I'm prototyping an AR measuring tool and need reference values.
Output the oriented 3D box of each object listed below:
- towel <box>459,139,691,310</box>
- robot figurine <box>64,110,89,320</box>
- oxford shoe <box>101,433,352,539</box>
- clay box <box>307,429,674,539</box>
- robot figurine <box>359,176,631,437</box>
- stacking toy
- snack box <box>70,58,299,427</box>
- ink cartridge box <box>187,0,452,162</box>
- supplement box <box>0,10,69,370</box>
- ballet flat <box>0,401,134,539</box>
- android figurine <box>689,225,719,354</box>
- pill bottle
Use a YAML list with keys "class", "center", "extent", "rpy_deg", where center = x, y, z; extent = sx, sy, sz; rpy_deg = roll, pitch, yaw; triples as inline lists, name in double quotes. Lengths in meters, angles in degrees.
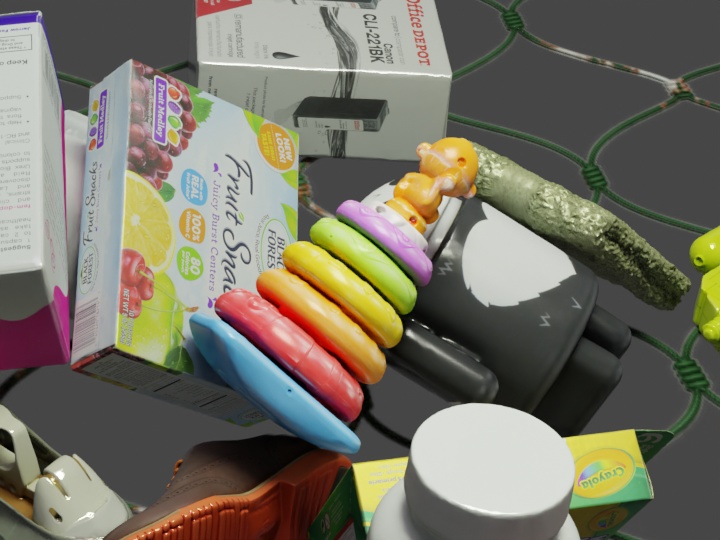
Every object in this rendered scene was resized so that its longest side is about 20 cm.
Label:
- class: "towel"
  center: [0.142, -0.027, 1.352]
  extent: [0.148, 0.037, 0.200]
  rpy_deg: [29, -2, 28]
- class: "robot figurine"
  center: [-0.217, -0.039, 1.317]
  extent: [0.199, 0.113, 0.170]
  rpy_deg: [23, 55, 19]
- class: "oxford shoe"
  center: [-0.092, 0.143, 1.133]
  extent: [0.072, 0.072, 0.199]
  rpy_deg: [26, 25, 32]
- class: "clay box"
  center: [0.079, 0.139, 1.129]
  extent: [0.199, 0.115, 0.048]
  rpy_deg: [-4, 66, -17]
- class: "robot figurine"
  center: [0.074, 0.023, 1.258]
  extent: [0.199, 0.125, 0.150]
  rpy_deg: [32, -5, -2]
- class: "stacking toy"
  center: [0.000, 0.000, 1.153]
  extent: [0.116, 0.200, 0.110]
  rpy_deg: [40, -7, -12]
- class: "snack box"
  center: [-0.107, -0.016, 1.240]
  extent: [0.142, 0.053, 0.201]
  rpy_deg: [23, 56, -38]
- class: "ink cartridge box"
  center: [-0.034, -0.159, 1.545]
  extent: [0.198, 0.084, 0.145]
  rpy_deg: [3, 35, -8]
- class: "supplement box"
  center: [-0.233, -0.046, 1.190]
  extent: [0.103, 0.101, 0.201]
  rpy_deg: [-7, 53, -3]
- class: "ballet flat"
  center: [-0.190, 0.125, 1.140]
  extent: [0.199, 0.064, 0.067]
  rpy_deg: [30, 40, 27]
- class: "android figurine"
  center: [0.320, 0.022, 1.409]
  extent: [0.182, 0.041, 0.199]
  rpy_deg: [34, 41, 30]
- class: "pill bottle"
  center: [0.054, 0.171, 1.010]
  extent: [0.111, 0.201, 0.113]
  rpy_deg: [5, 36, -4]
